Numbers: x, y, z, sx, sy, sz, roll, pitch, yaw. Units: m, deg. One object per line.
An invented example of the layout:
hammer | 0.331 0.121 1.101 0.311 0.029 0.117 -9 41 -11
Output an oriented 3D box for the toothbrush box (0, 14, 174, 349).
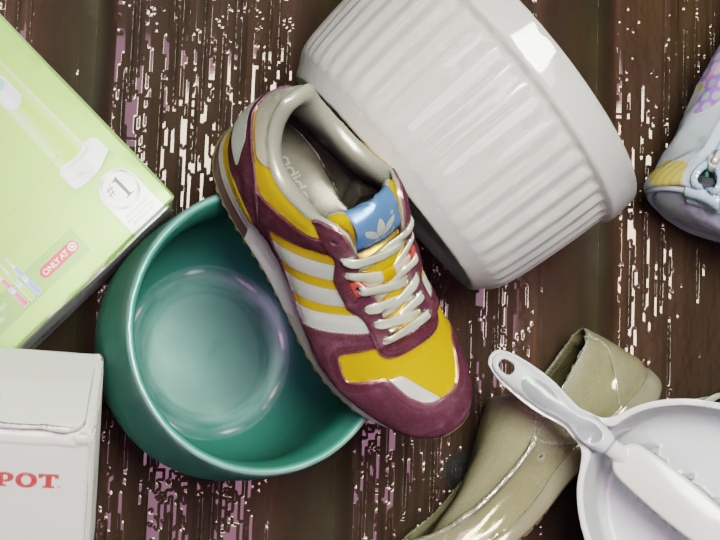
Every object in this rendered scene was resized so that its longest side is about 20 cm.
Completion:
toothbrush box | -0.225 -0.058 0.733 0.200 0.086 0.146 46 79 -4

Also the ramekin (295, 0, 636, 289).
ramekin | 0.052 -0.083 0.731 0.105 0.200 0.201 -39 92 -1

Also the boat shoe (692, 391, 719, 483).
boat shoe | 0.282 0.099 0.800 0.198 0.093 0.075 -12 87 -10

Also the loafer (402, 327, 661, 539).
loafer | 0.094 0.109 0.782 0.200 0.076 0.068 -39 91 -20

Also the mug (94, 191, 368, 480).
mug | -0.063 0.030 0.733 0.152 0.114 0.185 45 65 -10

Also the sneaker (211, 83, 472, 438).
sneaker | 0.000 0.000 0.653 0.075 0.090 0.201 -40 96 -26

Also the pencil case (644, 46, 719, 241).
pencil case | 0.253 -0.113 0.808 0.083 0.091 0.201 21 77 37

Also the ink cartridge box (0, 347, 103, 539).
ink cartridge box | -0.213 0.143 0.678 0.144 0.085 0.202 5 116 -9

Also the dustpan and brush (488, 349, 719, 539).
dustpan and brush | 0.154 0.110 0.726 0.200 0.057 0.140 39 95 16
